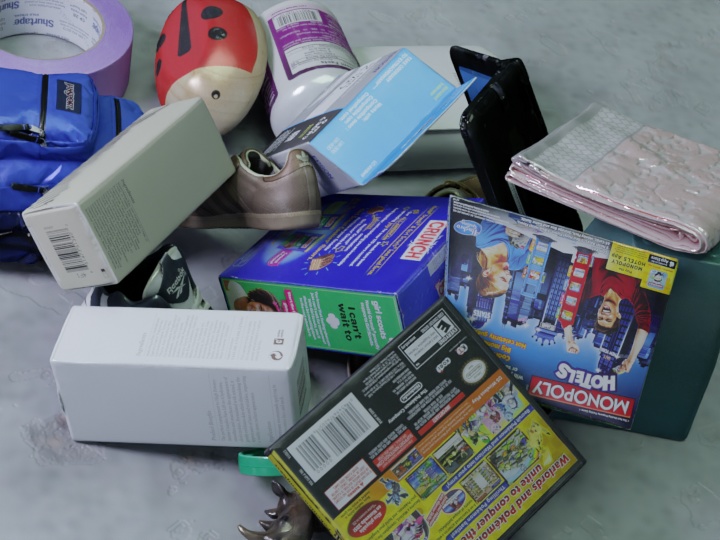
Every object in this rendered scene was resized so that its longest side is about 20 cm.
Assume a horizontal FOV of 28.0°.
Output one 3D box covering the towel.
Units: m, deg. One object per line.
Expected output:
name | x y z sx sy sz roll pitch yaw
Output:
towel | 0.254 -0.087 1.291 0.191 0.032 0.200 25 32 22

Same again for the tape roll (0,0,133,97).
tape roll | -0.347 -0.243 1.558 0.200 0.066 0.200 9 42 -8

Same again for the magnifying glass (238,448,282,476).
magnifying glass | -0.004 0.154 1.222 0.200 0.022 0.080 -2 0 -11

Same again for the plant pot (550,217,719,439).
plant pot | 0.262 0.030 1.341 0.141 0.200 0.141 10 42 -5

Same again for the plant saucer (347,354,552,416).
plant saucer | 0.088 0.090 1.320 0.200 0.032 0.200 -2 51 3

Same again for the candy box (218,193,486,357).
candy box | 0.000 0.000 1.330 0.200 0.077 0.169 4 33 35

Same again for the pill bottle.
pill bottle | -0.051 -0.193 1.554 0.112 0.112 0.200 -3 45 -19

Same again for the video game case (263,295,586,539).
video game case | 0.054 0.150 1.157 0.200 0.026 0.181 -40 87 -22

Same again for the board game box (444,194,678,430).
board game box | 0.144 0.058 1.232 0.200 0.200 0.062 16 3 3

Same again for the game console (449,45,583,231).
game console | 0.128 -0.099 1.403 0.116 0.200 0.176 -3 33 37

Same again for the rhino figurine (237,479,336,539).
rhino figurine | -0.004 0.203 1.186 0.200 0.060 0.088 -3 49 -17

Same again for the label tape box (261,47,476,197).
label tape box | -0.001 -0.138 1.354 0.066 0.200 0.143 49 66 -13

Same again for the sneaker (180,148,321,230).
sneaker | -0.110 -0.077 1.360 0.200 0.076 0.070 3 6 42

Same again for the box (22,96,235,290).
box | -0.196 -0.069 1.250 0.068 0.082 0.200 -8 26 34

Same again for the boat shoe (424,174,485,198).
boat shoe | 0.094 -0.054 1.479 0.074 0.066 0.200 30 42 18

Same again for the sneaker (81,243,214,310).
sneaker | -0.149 0.042 1.262 0.199 0.130 0.080 17 44 3

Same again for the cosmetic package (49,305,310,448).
cosmetic package | -0.146 0.089 1.204 0.200 0.102 0.074 3 42 7

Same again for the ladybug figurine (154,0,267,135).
ladybug figurine | -0.168 -0.227 1.544 0.136 0.072 0.200 -28 46 19

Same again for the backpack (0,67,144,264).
backpack | -0.286 -0.096 1.348 0.200 0.168 0.163 6 49 -16

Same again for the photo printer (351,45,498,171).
photo printer | 0.093 -0.184 1.616 0.200 0.070 0.167 -3 45 -19
